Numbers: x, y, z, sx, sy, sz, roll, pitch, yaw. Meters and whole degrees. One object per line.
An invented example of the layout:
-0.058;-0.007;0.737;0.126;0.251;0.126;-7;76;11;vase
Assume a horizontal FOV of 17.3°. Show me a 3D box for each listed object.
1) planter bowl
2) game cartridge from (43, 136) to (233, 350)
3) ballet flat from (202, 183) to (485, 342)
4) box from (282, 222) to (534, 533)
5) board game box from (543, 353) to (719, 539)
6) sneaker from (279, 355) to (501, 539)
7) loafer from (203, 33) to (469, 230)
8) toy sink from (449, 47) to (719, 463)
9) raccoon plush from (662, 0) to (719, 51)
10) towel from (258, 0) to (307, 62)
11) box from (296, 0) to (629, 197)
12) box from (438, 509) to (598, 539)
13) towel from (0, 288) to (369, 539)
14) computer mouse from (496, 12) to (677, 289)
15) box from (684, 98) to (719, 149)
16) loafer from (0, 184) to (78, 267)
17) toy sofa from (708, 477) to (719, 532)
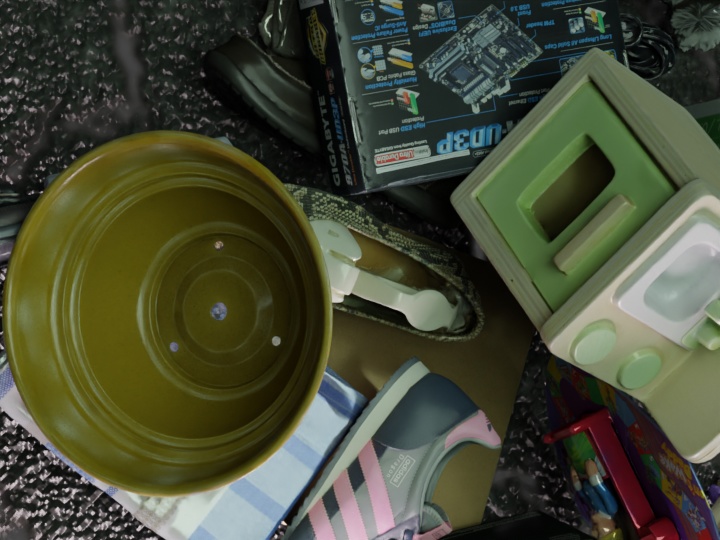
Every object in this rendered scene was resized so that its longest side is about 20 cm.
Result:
-0.094;0.024;1.328;0.200;0.083;0.201;0;89;21;planter bowl
-0.104;0.026;1.429;0.133;0.041;0.200;-13;89;-13;game cartridge
0.000;0.000;1.414;0.200;0.075;0.068;20;106;-38;ballet flat
0.021;0.078;1.498;0.163;0.021;0.200;20;79;-21;box
0.152;0.141;1.454;0.039;0.200;0.158;-24;131;-18;board game box
0.006;0.154;1.421;0.082;0.070;0.200;34;94;9;sneaker
-0.009;-0.098;1.467;0.200;0.073;0.071;30;88;-29;loafer
0.162;-0.010;1.365;0.130;0.200;0.112;-46;137;17;toy sink
0.179;-0.251;1.570;0.097;0.200;0.134;-9;51;13;raccoon plush
0.036;-0.176;1.514;0.200;0.034;0.133;14;84;-23;towel
0.066;-0.139;1.437;0.200;0.046;0.159;-12;93;-26;box
0.106;0.245;1.416;0.124;0.200;0.149;-12;102;-20;box
-0.108;0.071;1.395;0.200;0.024;0.147;40;77;-10;towel
0.126;-0.069;1.519;0.138;0.053;0.200;10;85;-26;computer mouse
0.282;-0.008;1.519;0.200;0.199;0.172;13;83;-20;box
-0.255;-0.024;1.356;0.200;0.072;0.063;-17;80;-12;loafer
0.302;0.226;1.588;0.200;0.098;0.083;30;101;-19;toy sofa
